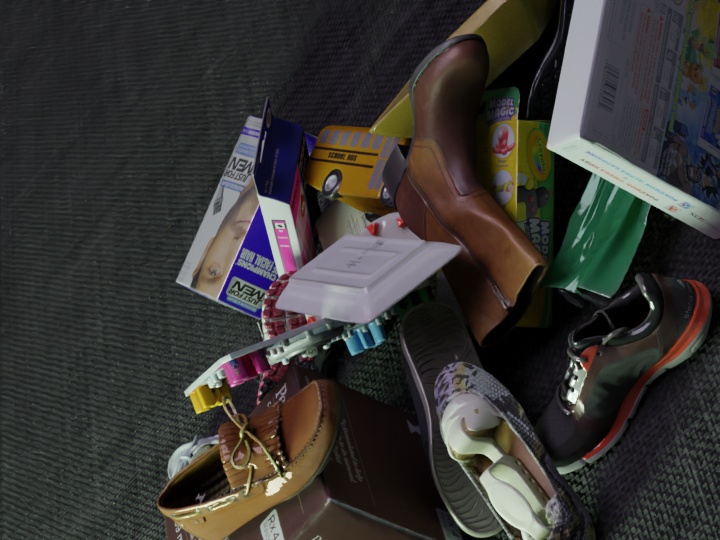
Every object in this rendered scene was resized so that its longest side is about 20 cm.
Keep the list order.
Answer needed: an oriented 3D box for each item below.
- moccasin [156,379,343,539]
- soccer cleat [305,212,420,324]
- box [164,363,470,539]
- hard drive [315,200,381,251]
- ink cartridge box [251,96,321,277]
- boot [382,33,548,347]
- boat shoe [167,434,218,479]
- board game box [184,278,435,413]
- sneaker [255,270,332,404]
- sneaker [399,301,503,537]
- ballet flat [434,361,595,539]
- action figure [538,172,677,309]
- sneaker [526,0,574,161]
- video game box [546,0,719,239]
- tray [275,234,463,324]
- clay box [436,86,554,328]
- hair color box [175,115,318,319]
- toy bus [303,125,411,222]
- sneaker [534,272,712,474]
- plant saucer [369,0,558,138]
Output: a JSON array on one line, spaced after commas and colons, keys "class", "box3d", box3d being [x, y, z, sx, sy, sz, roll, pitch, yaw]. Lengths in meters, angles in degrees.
[{"class": "moccasin", "box3d": [-0.088, 0.146, 1.494, 0.201, 0.077, 0.074, -35, 43, 39]}, {"class": "soccer cleat", "box3d": [0.020, -0.001, 1.739, 0.200, 0.077, 0.070, -36, 67, 44]}, {"class": "box", "box3d": [-0.039, 0.224, 1.598, 0.200, 0.164, 0.166, -49, 34, 24]}, {"class": "hard drive", "box3d": [0.035, -0.073, 1.832, 0.200, 0.027, 0.132, -49, 35, 25]}, {"class": "ink cartridge box", "box3d": [-0.071, -0.073, 1.856, 0.037, 0.200, 0.095, 2, 58, 11]}, {"class": "boot", "box3d": [0.094, -0.068, 1.548, 0.189, 0.068, 0.201, -61, 42, 34]}, {"class": "boat shoe", "box3d": [-0.141, 0.198, 1.867, 0.202, 0.065, 0.075, 11, 77, 58]}, {"class": "board game box", "box3d": [-0.045, 0.070, 1.665, 0.026, 0.199, 0.200, 68, 162, 6]}, {"class": "sneaker", "box3d": [-0.068, 0.088, 1.831, 0.075, 0.080, 0.201, 107, 176, -56]}, {"class": "sneaker", "box3d": [0.085, 0.132, 1.585, 0.106, 0.074, 0.201, 83, 173, -71]}, {"class": "ballet flat", "box3d": [0.107, 0.145, 1.462, 0.072, 0.072, 0.201, -50, 57, 22]}, {"class": "action figure", "box3d": [0.220, -0.064, 1.520, 0.118, 0.055, 0.201, 12, 72, 60]}, {"class": "sneaker", "box3d": [0.195, -0.188, 1.656, 0.083, 0.071, 0.201, 84, -157, -84]}, {"class": "video game box", "box3d": [0.236, -0.150, 1.434, 0.047, 0.181, 0.201, -18, 54, 55]}, {"class": "tray", "box3d": [0.000, 0.000, 1.590, 0.107, 0.022, 0.200, -37, 17, -19]}, {"class": "clay box", "box3d": [0.115, -0.052, 1.618, 0.115, 0.047, 0.202, -1, 86, 56]}, {"class": "hair color box", "box3d": [-0.113, -0.059, 2.010, 0.109, 0.065, 0.201, 19, 87, 58]}, {"class": "toy bus", "box3d": [0.025, -0.089, 1.771, 0.200, 0.065, 0.079, 10, 76, 58]}, {"class": "sneaker", "box3d": [0.181, 0.071, 1.454, 0.200, 0.082, 0.077, -53, 33, 23]}, {"class": "plant saucer", "box3d": [0.113, -0.205, 1.720, 0.200, 0.048, 0.200, -42, 6, 30]}]
